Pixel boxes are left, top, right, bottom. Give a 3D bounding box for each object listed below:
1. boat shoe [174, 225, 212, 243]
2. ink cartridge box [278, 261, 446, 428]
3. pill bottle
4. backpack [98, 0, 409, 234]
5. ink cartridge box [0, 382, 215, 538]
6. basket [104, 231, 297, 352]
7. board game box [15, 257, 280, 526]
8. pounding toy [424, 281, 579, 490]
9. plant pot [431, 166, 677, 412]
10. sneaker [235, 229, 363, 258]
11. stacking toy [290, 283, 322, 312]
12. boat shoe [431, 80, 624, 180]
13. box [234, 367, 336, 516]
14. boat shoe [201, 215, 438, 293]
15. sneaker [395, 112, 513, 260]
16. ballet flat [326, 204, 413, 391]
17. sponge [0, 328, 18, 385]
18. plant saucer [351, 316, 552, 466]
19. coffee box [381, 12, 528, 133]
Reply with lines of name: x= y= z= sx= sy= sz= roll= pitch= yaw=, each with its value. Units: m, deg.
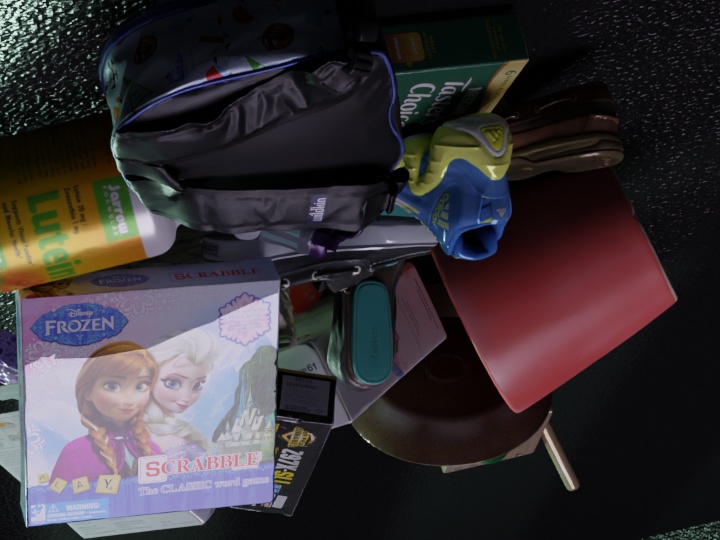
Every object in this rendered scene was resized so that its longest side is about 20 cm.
boat shoe: x=-0.169 y=-0.049 z=1.697 sx=0.199 sy=0.075 sz=0.068 roll=-17 pitch=-179 yaw=2
ink cartridge box: x=-0.035 y=0.081 z=1.942 sx=0.144 sy=0.085 sz=0.200 roll=-21 pitch=-172 yaw=34
pill bottle: x=-0.199 y=-0.056 z=1.576 sx=0.199 sy=0.111 sz=0.111 roll=-14 pitch=161 yaw=-3
backpack: x=-0.077 y=-0.121 z=1.422 sx=0.190 sy=0.154 sz=0.200 roll=-18 pitch=148 yaw=-4
ink cartridge box: x=-0.232 y=0.142 z=1.767 sx=0.162 sy=0.057 sz=0.200 roll=-12 pitch=128 yaw=43
basket: x=-0.159 y=0.018 z=1.799 sx=0.199 sy=0.124 sz=0.136 roll=-15 pitch=160 yaw=4
board game box: x=-0.163 y=0.094 z=1.659 sx=0.199 sy=0.041 sz=0.200 roll=-5 pitch=116 yaw=-14
pounding toy: x=0.143 y=0.124 z=2.207 sx=0.142 sy=0.201 sz=0.184 roll=-12 pitch=161 yaw=-7
plant pot: x=0.175 y=0.002 z=1.935 sx=0.177 sy=0.201 sz=0.200 roll=-27 pitch=160 yaw=7
sneaker: x=-0.033 y=-0.048 z=1.647 sx=0.200 sy=0.087 sz=0.075 roll=-49 pitch=162 yaw=-68
stacking toy: x=-0.127 y=0.040 z=1.967 sx=0.199 sy=0.086 sz=0.085 roll=-21 pitch=161 yaw=2
boat shoe: x=0.120 y=-0.110 z=1.735 sx=0.200 sy=0.068 sz=0.072 roll=-6 pitch=172 yaw=34
box: x=-0.116 y=0.139 z=1.809 sx=0.159 sy=0.049 sz=0.200 roll=7 pitch=150 yaw=-8
boat shoe: x=-0.030 y=-0.009 z=1.714 sx=0.199 sy=0.057 sz=0.069 roll=-6 pitch=-169 yaw=-20
sneaker: x=0.054 y=-0.053 z=1.663 sx=0.076 sy=0.105 sz=0.200 roll=-7 pitch=175 yaw=-25
ballet flat: x=0.000 y=0.000 z=1.812 sx=0.068 sy=0.201 sz=0.068 roll=11 pitch=177 yaw=-28
sponge: x=-0.313 y=0.061 z=1.752 sx=0.200 sy=0.030 sz=0.112 roll=22 pitch=166 yaw=24
plant saucer: x=0.083 y=0.104 z=2.042 sx=0.200 sy=0.201 sz=0.037 roll=-12 pitch=131 yaw=-9
coffee box: x=0.014 y=-0.139 z=1.600 sx=0.199 sy=0.044 sz=0.123 roll=-8 pitch=161 yaw=-20
